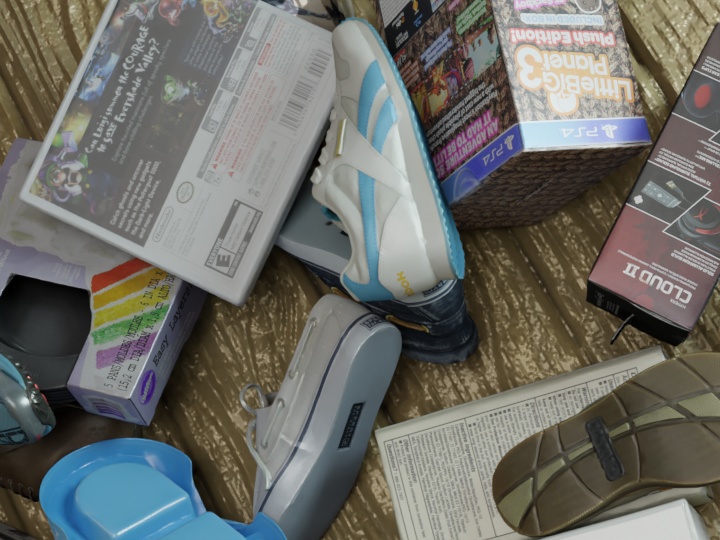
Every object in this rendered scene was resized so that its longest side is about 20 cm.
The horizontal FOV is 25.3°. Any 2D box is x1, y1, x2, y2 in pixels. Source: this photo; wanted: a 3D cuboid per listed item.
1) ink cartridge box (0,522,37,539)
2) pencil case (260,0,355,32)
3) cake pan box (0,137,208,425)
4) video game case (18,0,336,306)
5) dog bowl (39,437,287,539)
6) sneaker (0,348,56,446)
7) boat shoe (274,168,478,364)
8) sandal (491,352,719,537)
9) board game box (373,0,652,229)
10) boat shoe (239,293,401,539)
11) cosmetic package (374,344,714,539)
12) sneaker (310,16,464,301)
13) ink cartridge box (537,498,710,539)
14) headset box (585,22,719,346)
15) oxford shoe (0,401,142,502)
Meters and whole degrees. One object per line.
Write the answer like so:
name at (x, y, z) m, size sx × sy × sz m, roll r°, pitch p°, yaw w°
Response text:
ink cartridge box at (-0.276, 0.263, 1.158) m, size 0.199 × 0.083 × 0.147 m, roll 21°, pitch 87°, yaw 18°
pencil case at (-0.101, -0.160, 1.186) m, size 0.200 × 0.089 × 0.078 m, roll -28°, pitch 77°, yaw 7°
cake pan box at (-0.207, 0.007, 1.173) m, size 0.184 × 0.052 × 0.200 m, roll 12°, pitch 62°, yaw 20°
video game case at (-0.120, -0.102, 1.128) m, size 0.181 × 0.023 × 0.201 m, roll 25°, pitch 90°, yaw 9°
dog bowl at (-0.134, 0.188, 1.088) m, size 0.200 × 0.111 × 0.050 m, roll 29°, pitch 131°, yaw 37°
sneaker at (-0.296, 0.107, 1.098) m, size 0.199 × 0.079 × 0.096 m, roll -1°, pitch 36°, yaw 35°
boat shoe at (0.000, 0.000, 1.137) m, size 0.071 × 0.091 × 0.200 m, roll -38°, pitch 42°, yaw -19°
sandal at (0.174, 0.109, 0.983) m, size 0.200 × 0.054 × 0.081 m, roll -27°, pitch 68°, yaw 26°
board game box at (0.094, -0.147, 1.076) m, size 0.097 × 0.159 × 0.201 m, roll -5°, pitch 76°, yaw -24°
boat shoe at (-0.046, 0.107, 1.116) m, size 0.086 × 0.074 × 0.203 m, roll 34°, pitch 113°, yaw 34°
cosmetic package at (0.123, 0.130, 1.064) m, size 0.199 × 0.087 × 0.104 m, roll -17°, pitch 75°, yaw 14°
sneaker at (0.004, -0.076, 1.046) m, size 0.081 × 0.077 × 0.201 m, roll -19°, pitch 65°, yaw 9°
ink cartridge box at (0.129, 0.214, 1.016) m, size 0.199 × 0.146 × 0.085 m, roll -18°, pitch 74°, yaw 11°
headset box at (0.212, -0.040, 1.034) m, size 0.075 × 0.149 × 0.200 m, roll 27°, pitch 89°, yaw 10°
oxford shoe at (-0.256, 0.137, 1.182) m, size 0.199 × 0.073 × 0.085 m, roll -14°, pitch 78°, yaw 13°
